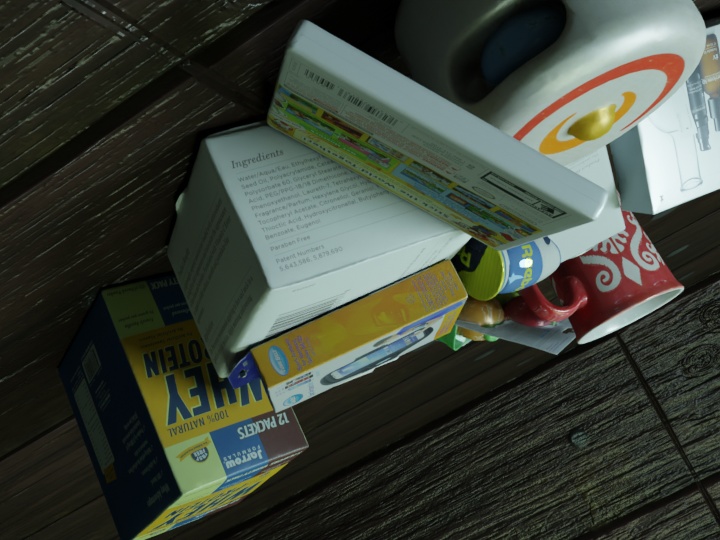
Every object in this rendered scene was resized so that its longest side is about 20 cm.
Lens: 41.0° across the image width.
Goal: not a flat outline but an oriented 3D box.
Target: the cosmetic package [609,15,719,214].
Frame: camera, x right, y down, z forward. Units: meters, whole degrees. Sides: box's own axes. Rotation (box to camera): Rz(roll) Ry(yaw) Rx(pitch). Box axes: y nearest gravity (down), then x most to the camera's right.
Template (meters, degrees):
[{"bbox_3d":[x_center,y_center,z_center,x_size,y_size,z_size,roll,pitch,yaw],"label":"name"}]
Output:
[{"bbox_3d":[0.327,-0.155,0.915,0.199,0.151,0.052,-21,-162,-20],"label":"cosmetic package"}]

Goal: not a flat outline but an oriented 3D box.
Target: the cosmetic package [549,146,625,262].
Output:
[{"bbox_3d":[0.177,-0.093,0.905,0.101,0.074,0.200,-27,144,4],"label":"cosmetic package"}]

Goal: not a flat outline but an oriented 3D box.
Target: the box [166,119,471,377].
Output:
[{"bbox_3d":[-0.035,-0.029,0.788,0.199,0.131,0.199,-19,164,-26],"label":"box"}]

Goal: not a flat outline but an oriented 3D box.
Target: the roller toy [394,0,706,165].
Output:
[{"bbox_3d":[0.127,-0.147,0.648,0.182,0.140,0.200,-22,164,-12],"label":"roller toy"}]

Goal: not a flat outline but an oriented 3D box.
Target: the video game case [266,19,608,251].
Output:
[{"bbox_3d":[0.036,-0.076,0.618,0.023,0.200,0.182,-63,-174,-8],"label":"video game case"}]

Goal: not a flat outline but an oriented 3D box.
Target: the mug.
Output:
[{"bbox_3d":[0.252,-0.034,1.095,0.133,0.200,0.177,-34,162,28],"label":"mug"}]

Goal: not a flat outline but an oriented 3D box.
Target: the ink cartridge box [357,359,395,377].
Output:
[{"bbox_3d":[-0.050,0.078,1.135,0.199,0.117,0.068,-19,164,-26],"label":"ink cartridge box"}]

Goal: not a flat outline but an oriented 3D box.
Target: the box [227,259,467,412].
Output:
[{"bbox_3d":[-0.012,0.063,0.805,0.200,0.042,0.119,-26,165,-9],"label":"box"}]

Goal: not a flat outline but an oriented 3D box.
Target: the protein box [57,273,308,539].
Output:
[{"bbox_3d":[-0.183,0.134,0.949,0.135,0.200,0.199,-15,161,-35],"label":"protein box"}]

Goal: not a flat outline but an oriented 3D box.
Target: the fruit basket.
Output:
[{"bbox_3d":[0.181,0.063,1.229,0.185,0.199,0.094,-23,128,-60],"label":"fruit basket"}]

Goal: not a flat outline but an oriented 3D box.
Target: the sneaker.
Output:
[{"bbox_3d":[0.098,-0.044,0.846,0.082,0.200,0.074,-9,128,-22],"label":"sneaker"}]
